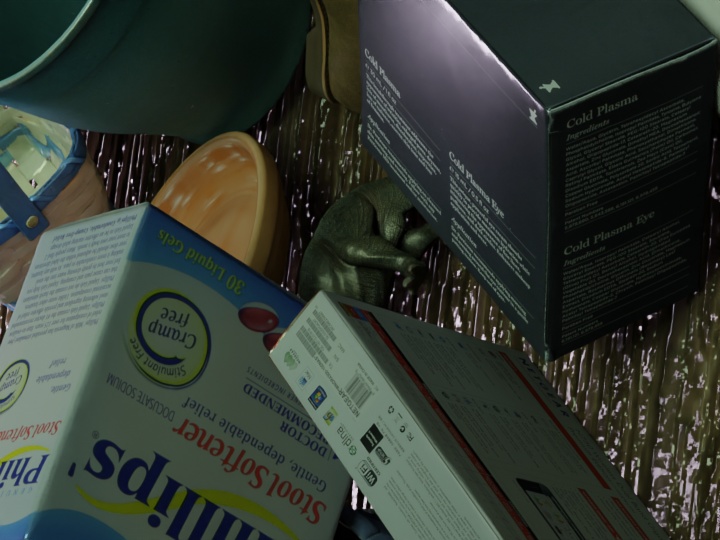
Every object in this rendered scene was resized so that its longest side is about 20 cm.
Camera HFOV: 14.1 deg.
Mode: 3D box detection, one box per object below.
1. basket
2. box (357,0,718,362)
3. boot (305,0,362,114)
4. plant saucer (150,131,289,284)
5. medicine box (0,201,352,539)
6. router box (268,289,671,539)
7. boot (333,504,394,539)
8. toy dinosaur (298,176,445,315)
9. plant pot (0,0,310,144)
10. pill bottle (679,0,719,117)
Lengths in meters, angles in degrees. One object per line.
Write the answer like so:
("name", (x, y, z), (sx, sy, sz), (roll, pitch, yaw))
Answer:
("basket", (-0.249, -0.074, 1.813), (0.139, 0.200, 0.176), (-39, 46, -9))
("box", (0.088, -0.092, 1.530), (0.200, 0.104, 0.183), (51, 157, 37))
("boot", (0.009, -0.161, 1.647), (0.075, 0.201, 0.074), (32, 60, 28))
("plant saucer", (-0.100, 0.015, 1.736), (0.200, 0.037, 0.201), (-46, 29, 35))
("medicine box", (-0.105, 0.099, 1.544), (0.103, 0.182, 0.201), (-14, 51, 49))
("router box", (0.069, 0.108, 1.505), (0.049, 0.179, 0.200), (-51, 50, 18))
("boot", (0.046, 0.191, 1.562), (0.200, 0.090, 0.073), (34, 101, 42))
("toy dinosaur", (0.000, 0.000, 1.666), (0.102, 0.077, 0.201), (21, 95, 36))
("plant pot", (-0.138, -0.170, 1.751), (0.199, 0.188, 0.201), (-20, 60, 38))
("pill bottle", (0.232, -0.101, 1.459), (0.114, 0.114, 0.201), (-45, 53, 24))
